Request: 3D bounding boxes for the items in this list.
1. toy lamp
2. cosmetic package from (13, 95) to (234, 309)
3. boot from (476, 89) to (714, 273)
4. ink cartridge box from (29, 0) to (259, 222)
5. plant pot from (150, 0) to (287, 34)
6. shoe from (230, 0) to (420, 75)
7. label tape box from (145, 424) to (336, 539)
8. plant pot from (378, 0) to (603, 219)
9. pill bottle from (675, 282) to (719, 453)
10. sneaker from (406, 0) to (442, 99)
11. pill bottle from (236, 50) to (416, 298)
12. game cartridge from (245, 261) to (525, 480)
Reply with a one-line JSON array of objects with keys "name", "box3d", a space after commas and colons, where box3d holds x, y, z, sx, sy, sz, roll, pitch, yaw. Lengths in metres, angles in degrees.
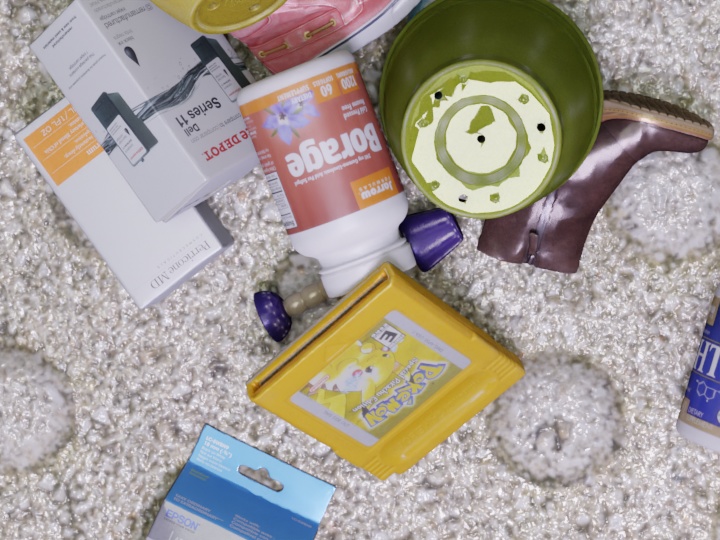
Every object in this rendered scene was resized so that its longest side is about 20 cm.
[{"name": "toy lamp", "box3d": [0.000, 0.000, 1.755, 0.199, 0.058, 0.058, -25, 91, 9]}, {"name": "cosmetic package", "box3d": [-0.218, -0.074, 1.763, 0.101, 0.071, 0.200, -37, 90, 7]}, {"name": "boot", "box3d": [0.212, -0.079, 1.734, 0.199, 0.072, 0.167, 9, 107, 4]}, {"name": "ink cartridge box", "box3d": [-0.176, -0.162, 1.708, 0.083, 0.147, 0.200, -35, 91, 39]}, {"name": "plant pot", "box3d": [-0.128, -0.289, 1.633, 0.200, 0.200, 0.142, -27, 72, 7]}, {"name": "shoe", "box3d": [-0.025, -0.246, 1.697, 0.200, 0.072, 0.091, -34, 122, 28]}, {"name": "label tape box", "box3d": [-0.130, 0.267, 1.781, 0.144, 0.063, 0.201, 25, 96, 3]}, {"name": "plant pot", "box3d": [0.104, -0.127, 1.596, 0.199, 0.193, 0.201, 2, 105, 7]}, {"name": "pill bottle", "box3d": [0.364, 0.066, 1.690, 0.119, 0.120, 0.201, 16, 95, 4]}, {"name": "sneaker", "box3d": [0.077, -0.237, 1.717, 0.074, 0.082, 0.201, 0, 94, 5]}, {"name": "pill bottle", "box3d": [-0.025, -0.083, 1.673, 0.112, 0.112, 0.201, -21, 95, 7]}, {"name": "game cartridge", "box3d": [0.025, 0.097, 1.699, 0.176, 0.032, 0.200, -41, 130, 17]}]
